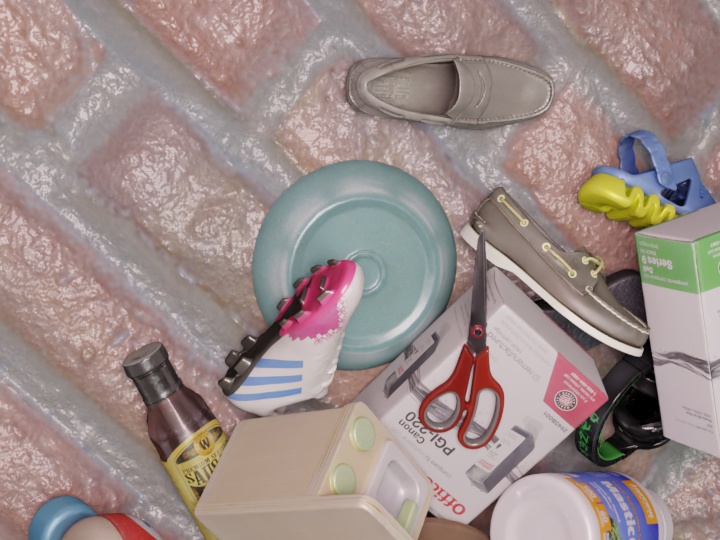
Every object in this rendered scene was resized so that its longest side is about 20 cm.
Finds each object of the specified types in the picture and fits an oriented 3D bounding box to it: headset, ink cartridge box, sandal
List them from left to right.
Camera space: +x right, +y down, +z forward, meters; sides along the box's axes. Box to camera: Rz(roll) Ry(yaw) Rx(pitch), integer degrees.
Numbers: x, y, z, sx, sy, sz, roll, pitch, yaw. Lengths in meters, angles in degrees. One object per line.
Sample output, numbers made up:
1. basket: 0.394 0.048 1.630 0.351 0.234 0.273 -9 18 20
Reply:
1. ink cartridge box: 0.105 0.122 1.044 0.145 0.085 0.200 40 108 -17
2. sandal: 0.188 0.054 1.098 0.198 0.043 0.077 -17 112 -6
3. headset: 0.293 0.122 1.095 0.199 0.094 0.124 -29 138 -30
4. sandal: 0.308 -0.071 1.087 0.199 0.079 0.088 24 78 -22
5. ink cartridge box: 0.338 0.047 1.017 0.145 0.084 0.202 -17 105 -25

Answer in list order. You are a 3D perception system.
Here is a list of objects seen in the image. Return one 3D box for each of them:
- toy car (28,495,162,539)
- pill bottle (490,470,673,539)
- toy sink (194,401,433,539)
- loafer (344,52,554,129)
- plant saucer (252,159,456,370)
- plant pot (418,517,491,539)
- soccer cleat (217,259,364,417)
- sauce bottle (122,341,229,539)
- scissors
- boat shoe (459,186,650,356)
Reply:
1. toy car: -0.177 0.301 1.019 0.199 0.183 0.179 3 101 -44
2. pill bottle: 0.220 0.248 1.073 0.199 0.112 0.113 9 101 -50
3. toy sink: -0.018 0.197 0.972 0.131 0.199 0.113 50 46 -29
4. loafer: 0.085 -0.160 1.016 0.198 0.070 0.071 -3 102 -13
5. plant saucer: 0.000 0.000 1.045 0.198 0.036 0.202 -3 102 -13
6. plant pot: 0.058 0.358 1.026 0.198 0.175 0.202 -1 127 -2
7. soccer cleat: -0.044 0.065 1.000 0.086 0.070 0.200 34 127 -19
8. sauce bottle: -0.153 0.161 1.025 0.066 0.066 0.201 -29 107 -6
9. scissors: 0.106 0.063 0.969 0.072 0.014 0.202 15 110 -4
10. boat shoe: 0.184 0.001 1.030 0.201 0.072 0.061 38 101 17
